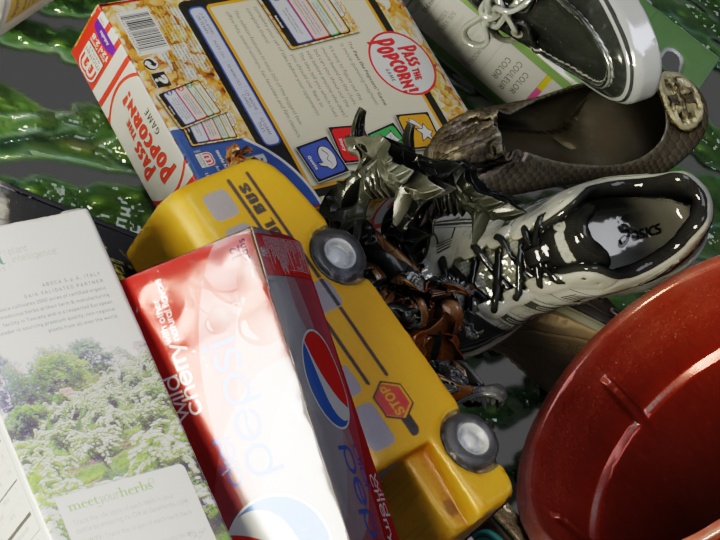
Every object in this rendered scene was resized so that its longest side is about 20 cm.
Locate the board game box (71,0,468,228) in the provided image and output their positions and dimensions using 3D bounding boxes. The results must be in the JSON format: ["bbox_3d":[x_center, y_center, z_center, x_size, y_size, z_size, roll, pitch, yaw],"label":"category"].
[{"bbox_3d":[-0.039,-0.090,1.278,0.199,0.046,0.152,-15,66,-37],"label":"board game box"}]

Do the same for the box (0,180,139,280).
[{"bbox_3d":[-0.142,0.064,1.057,0.160,0.049,0.201,21,51,-15],"label":"box"}]

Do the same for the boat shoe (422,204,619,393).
[{"bbox_3d":[0.105,0.022,1.269,0.199,0.072,0.065,27,53,-4],"label":"boat shoe"}]

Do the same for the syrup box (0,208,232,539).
[{"bbox_3d":[-0.125,0.081,0.970,0.078,0.082,0.201,-12,66,-34],"label":"syrup box"}]

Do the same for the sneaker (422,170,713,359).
[{"bbox_3d":[0.088,-0.010,1.186,0.199,0.088,0.076,-21,82,-9],"label":"sneaker"}]

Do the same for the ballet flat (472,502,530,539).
[{"bbox_3d":[0.061,0.128,1.168,0.065,0.071,0.201,-27,76,-43],"label":"ballet flat"}]

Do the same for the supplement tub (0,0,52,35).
[{"bbox_3d":[-0.208,-0.191,1.182,0.144,0.145,0.200,44,47,4],"label":"supplement tub"}]

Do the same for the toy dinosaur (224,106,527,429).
[{"bbox_3d":[0.000,0.000,1.138,0.199,0.136,0.102,37,16,8],"label":"toy dinosaur"}]

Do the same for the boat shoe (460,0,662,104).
[{"bbox_3d":[0.089,-0.158,1.293,0.068,0.074,0.200,-22,59,-26],"label":"boat shoe"}]

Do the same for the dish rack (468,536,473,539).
[{"bbox_3d":[0.019,0.222,1.063,0.171,0.043,0.201,-20,82,-44],"label":"dish rack"}]

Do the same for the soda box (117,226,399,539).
[{"bbox_3d":[-0.035,0.087,0.990,0.063,0.070,0.202,9,62,-70],"label":"soda box"}]

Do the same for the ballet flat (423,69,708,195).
[{"bbox_3d":[0.124,-0.080,1.299,0.199,0.046,0.068,-12,69,-31],"label":"ballet flat"}]

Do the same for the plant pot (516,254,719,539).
[{"bbox_3d":[0.215,0.127,1.162,0.195,0.200,0.202,47,42,-26],"label":"plant pot"}]

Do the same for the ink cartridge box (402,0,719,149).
[{"bbox_3d":[0.109,-0.149,1.399,0.200,0.059,0.104,39,49,0],"label":"ink cartridge box"}]

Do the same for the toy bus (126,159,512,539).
[{"bbox_3d":[-0.018,0.047,1.068,0.078,0.065,0.201,-24,74,-41],"label":"toy bus"}]
